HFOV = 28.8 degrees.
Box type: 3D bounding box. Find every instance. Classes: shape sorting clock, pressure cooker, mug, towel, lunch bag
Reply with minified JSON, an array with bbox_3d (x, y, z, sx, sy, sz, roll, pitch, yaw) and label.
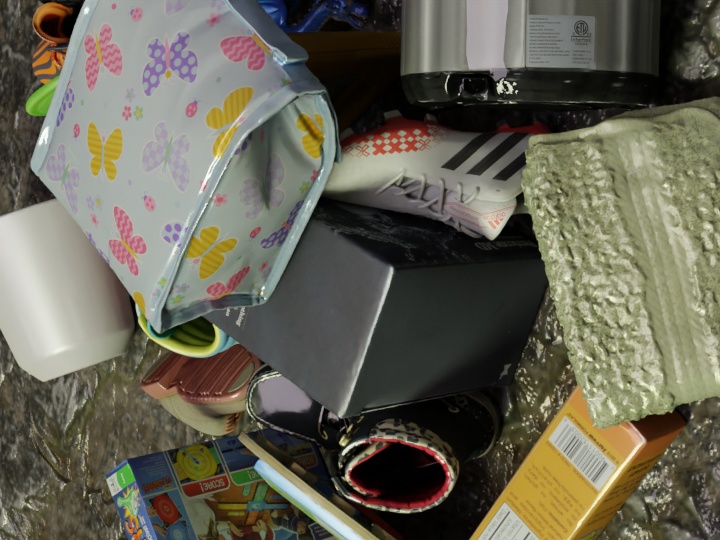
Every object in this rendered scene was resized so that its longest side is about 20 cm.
[{"bbox_3d":[-0.011,0.183,1.066,0.199,0.200,0.039,30,77,36],"label":"shape sorting clock"},{"bbox_3d":[0.114,-0.205,0.914,0.178,0.175,0.202,5,97,44],"label":"pressure cooker"},{"bbox_3d":[-0.282,0.018,1.340,0.148,0.187,0.154,-19,90,8],"label":"mug"},{"bbox_3d":[0.191,-0.007,0.916,0.147,0.036,0.202,-14,81,11],"label":"towel"},{"bbox_3d":[-0.103,-0.093,0.894,0.170,0.127,0.201,47,131,26],"label":"lunch bag"}]

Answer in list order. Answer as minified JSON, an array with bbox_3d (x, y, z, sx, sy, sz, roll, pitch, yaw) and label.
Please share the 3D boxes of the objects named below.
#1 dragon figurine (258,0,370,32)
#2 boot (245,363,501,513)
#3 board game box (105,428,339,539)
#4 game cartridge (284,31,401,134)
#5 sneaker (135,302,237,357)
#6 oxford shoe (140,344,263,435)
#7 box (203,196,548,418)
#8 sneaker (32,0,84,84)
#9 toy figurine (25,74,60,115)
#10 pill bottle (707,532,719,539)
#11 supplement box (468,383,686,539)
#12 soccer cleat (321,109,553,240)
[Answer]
[{"bbox_3d":[-0.082,-0.206,1.141,0.198,0.059,0.100,13,112,17],"label":"dragon figurine"},{"bbox_3d":[-0.006,0.115,1.026,0.202,0.154,0.074,9,101,13],"label":"boot"},{"bbox_3d":[-0.096,0.202,1.124,0.034,0.199,0.136,-36,70,37],"label":"board game box"},{"bbox_3d":[-0.068,-0.117,1.070,0.176,0.199,0.033,-42,71,36],"label":"game cartridge"},{"bbox_3d":[-0.149,-0.017,1.110,0.200,0.130,0.080,47,127,10],"label":"sneaker"},{"bbox_3d":[-0.120,0.104,1.207,0.074,0.071,0.200,50,160,-18],"label":"oxford shoe"},{"bbox_3d":[0.000,0.000,1.023,0.199,0.196,0.118,33,113,34],"label":"box"},{"bbox_3d":[-0.269,-0.222,1.297,0.199,0.112,0.078,-18,82,41],"label":"sneaker"},{"bbox_3d":[-0.168,-0.104,1.235,0.199,0.150,0.185,-26,90,15],"label":"toy figurine"},{"bbox_3d":[0.209,0.271,0.919,0.109,0.108,0.201,45,121,29],"label":"pill bottle"},{"bbox_3d":[0.143,0.164,0.997,0.069,0.066,0.201,47,123,25],"label":"supplement box"},{"bbox_3d":[0.062,-0.059,0.964,0.069,0.198,0.086,-57,45,50],"label":"soccer cleat"}]
